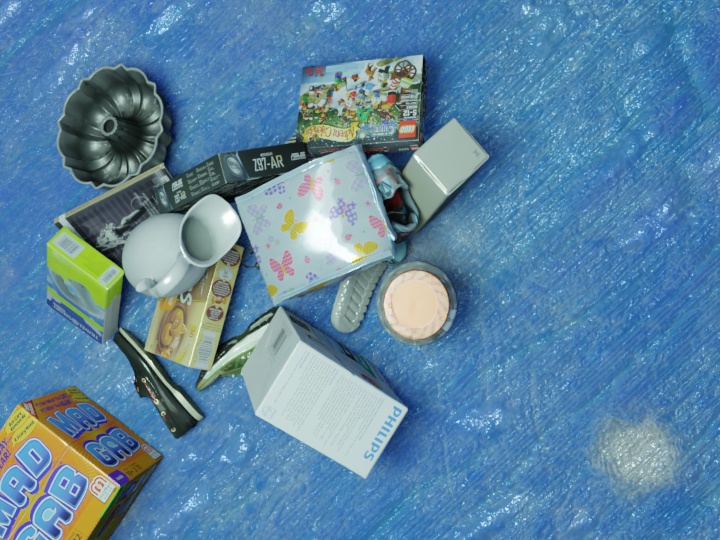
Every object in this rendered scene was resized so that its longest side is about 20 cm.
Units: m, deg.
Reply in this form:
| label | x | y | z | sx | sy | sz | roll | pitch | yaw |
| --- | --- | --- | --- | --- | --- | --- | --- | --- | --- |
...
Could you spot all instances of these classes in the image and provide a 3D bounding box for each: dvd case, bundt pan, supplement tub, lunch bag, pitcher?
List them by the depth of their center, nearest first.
| label | x | y | z | sx | sy | sz | roll | pitch | yaw |
| --- | --- | --- | --- | --- | --- | --- | --- | --- | --- |
| lunch bag | -0.055 | -0.065 | 1.269 | 0.197 | 0.127 | 0.173 | -24 | 88 | 19 |
| pitcher | -0.283 | -0.014 | 1.285 | 0.122 | 0.198 | 0.173 | 50 | 50 | -19 |
| supplement tub | 0.086 | 0.048 | 1.330 | 0.119 | 0.200 | 0.126 | 0 | 91 | 4 |
| dvd case | -0.365 | -0.076 | 1.408 | 0.197 | 0.150 | 0.016 | -26 | 48 | 4 |
| bundt pan | -0.386 | -0.222 | 1.416 | 0.197 | 0.076 | 0.207 | -3 | 80 | 18 |

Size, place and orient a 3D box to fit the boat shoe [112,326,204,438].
| label | x | y | z | sx | sy | sz | roll | pitch | yaw |
| --- | --- | --- | --- | --- | --- | --- | --- | --- | --- |
| boat shoe | -0.340 | 0.182 | 1.431 | 0.063 | 0.074 | 0.203 | -39 | 91 | -4 |

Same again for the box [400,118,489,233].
| label | x | y | z | sx | sy | sz | roll | pitch | yaw |
| --- | --- | --- | --- | --- | --- | --- | --- | --- | --- |
| box | 0.111 | -0.137 | 1.318 | 0.095 | 0.200 | 0.078 | -41 | 86 | -18 |

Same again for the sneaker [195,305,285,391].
| label | x | y | z | sx | sy | sz | roll | pitch | yaw |
| --- | --- | --- | --- | --- | --- | --- | --- | --- | --- |
| sneaker | -0.181 | 0.149 | 1.425 | 0.198 | 0.077 | 0.089 | -35 | 105 | 9 |

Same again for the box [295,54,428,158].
| label | x | y | z | sx | sy | sz | roll | pitch | yaw |
| --- | --- | --- | --- | --- | --- | --- | --- | --- | --- |
| box | 0.002 | -0.246 | 1.326 | 0.195 | 0.038 | 0.140 | -2 | 73 | 18 |

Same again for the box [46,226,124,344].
| label | x | y | z | sx | sy | sz | roll | pitch | yaw |
| --- | --- | --- | --- | --- | --- | --- | --- | --- | --- |
| box | -0.436 | 0.033 | 1.385 | 0.121 | 0.201 | 0.048 | 35 | 53 | 5 |

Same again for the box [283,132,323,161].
| label | x | y | z | sx | sy | sz | roll | pitch | yaw |
| --- | --- | --- | --- | --- | --- | --- | --- | --- | --- |
| box | -0.043 | -0.203 | 1.393 | 0.199 | 0.082 | 0.069 | -38 | 65 | 3 |

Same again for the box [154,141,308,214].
| label | x | y | z | sx | sy | sz | roll | pitch | yaw |
| --- | --- | --- | --- | --- | --- | --- | --- | --- | --- |
| box | -0.195 | -0.137 | 1.322 | 0.198 | 0.158 | 0.045 | -16 | 90 | 49 |

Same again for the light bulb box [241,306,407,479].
| label | x | y | z | sx | sy | sz | roll | pitch | yaw |
| --- | --- | --- | --- | --- | --- | --- | --- | --- | --- |
| light bulb box | -0.059 | 0.178 | 1.319 | 0.198 | 0.198 | 0.126 | 33 | 93 | -19 |

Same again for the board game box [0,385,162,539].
| label | x | y | z | sx | sy | sz | roll | pitch | yaw |
| --- | --- | --- | --- | --- | --- | --- | --- | --- | --- |
| board game box | -0.469 | 0.335 | 1.380 | 0.198 | 0.200 | 0.202 | 35 | 93 | 5 |

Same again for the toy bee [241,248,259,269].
| label | x | y | z | sx | sy | sz | roll | pitch | yaw |
| --- | --- | --- | --- | --- | --- | --- | --- | --- | --- |
| toy bee | -0.073 | -0.040 | 1.399 | 0.196 | 0.109 | 0.133 | -13 | 49 | 26 |

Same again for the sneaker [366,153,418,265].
| label | x | y | z | sx | sy | sz | roll | pitch | yaw |
| --- | --- | --- | --- | --- | --- | --- | --- | --- | --- |
| sneaker | 0.045 | -0.071 | 1.318 | 0.079 | 0.202 | 0.095 | -33 | 48 | -17 |

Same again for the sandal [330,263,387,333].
| label | x | y | z | sx | sy | sz | roll | pitch | yaw |
| --- | --- | --- | --- | --- | --- | --- | --- | --- | --- |
| sandal | -0.005 | -0.003 | 1.410 | 0.049 | 0.082 | 0.206 | 20 | 84 | 47 |

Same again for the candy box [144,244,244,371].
| label | x | y | z | sx | sy | sz | roll | pitch | yaw |
| --- | --- | --- | --- | --- | --- | --- | --- | --- | --- |
| candy box | -0.266 | 0.046 | 1.401 | 0.114 | 0.055 | 0.205 | 13 | 85 | 37 |
